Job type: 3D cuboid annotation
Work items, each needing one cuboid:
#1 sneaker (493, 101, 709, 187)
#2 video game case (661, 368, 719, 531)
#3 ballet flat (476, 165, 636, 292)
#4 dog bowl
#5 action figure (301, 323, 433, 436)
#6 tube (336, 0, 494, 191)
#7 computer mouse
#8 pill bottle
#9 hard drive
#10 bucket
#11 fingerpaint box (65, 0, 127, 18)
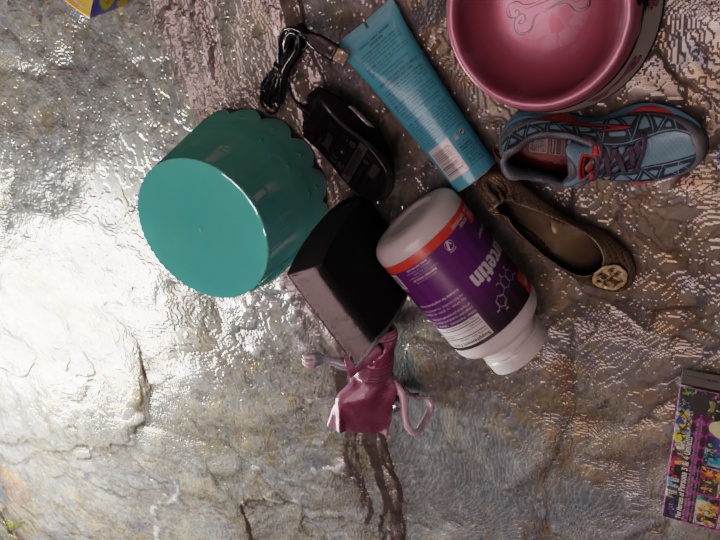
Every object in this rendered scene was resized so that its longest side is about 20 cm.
[{"bbox_3d":[0.224,-0.105,0.766,0.197,0.096,0.080,2,121,26],"label":"sneaker"},{"bbox_3d":[0.437,0.214,0.891,0.179,0.036,0.203,8,123,24],"label":"video game case"},{"bbox_3d":[0.204,-0.037,0.846,0.199,0.047,0.068,37,127,-4],"label":"ballet flat"},{"bbox_3d":[0.164,-0.234,0.718,0.197,0.074,0.203,11,116,23],"label":"dog bowl"},{"bbox_3d":[0.016,0.122,0.992,0.147,0.134,0.202,17,128,16],"label":"action figure"},{"bbox_3d":[0.062,-0.176,0.839,0.077,0.050,0.201,-36,97,13],"label":"tube"},{"bbox_3d":[-0.019,-0.179,0.876,0.200,0.046,0.141,42,142,11],"label":"computer mouse"},{"bbox_3d":[0.116,0.016,0.883,0.112,0.113,0.200,-32,107,37],"label":"pill bottle"},{"bbox_3d":[0.000,0.000,0.884,0.042,0.200,0.136,-29,105,28],"label":"hard drive"},{"bbox_3d":[-0.155,-0.076,0.957,0.204,0.135,0.210,13,125,20],"label":"bucket"},{"bbox_3d":[-0.314,-0.412,0.872,0.166,0.073,0.201,35,129,5],"label":"fingerpaint box"}]
